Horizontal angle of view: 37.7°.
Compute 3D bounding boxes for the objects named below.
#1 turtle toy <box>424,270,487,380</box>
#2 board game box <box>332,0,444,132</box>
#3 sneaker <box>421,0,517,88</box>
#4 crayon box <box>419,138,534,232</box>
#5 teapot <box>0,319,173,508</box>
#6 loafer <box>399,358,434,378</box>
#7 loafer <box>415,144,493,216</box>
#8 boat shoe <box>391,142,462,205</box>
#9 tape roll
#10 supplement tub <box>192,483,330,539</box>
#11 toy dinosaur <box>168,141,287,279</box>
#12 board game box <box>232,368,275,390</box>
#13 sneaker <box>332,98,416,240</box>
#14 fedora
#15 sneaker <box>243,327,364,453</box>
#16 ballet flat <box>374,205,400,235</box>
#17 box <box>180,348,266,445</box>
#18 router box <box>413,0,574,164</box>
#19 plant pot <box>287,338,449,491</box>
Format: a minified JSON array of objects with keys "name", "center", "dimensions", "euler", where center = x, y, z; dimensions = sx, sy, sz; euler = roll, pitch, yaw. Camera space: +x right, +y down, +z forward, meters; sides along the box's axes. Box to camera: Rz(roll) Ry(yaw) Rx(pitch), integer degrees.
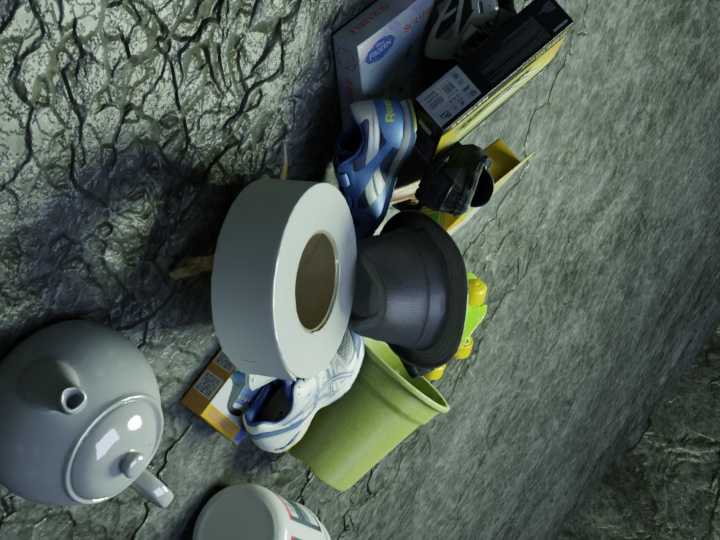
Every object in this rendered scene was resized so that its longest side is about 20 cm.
[{"name":"turtle toy","center":[0.131,0.066,1.635],"dimensions":[0.200,0.101,0.146],"euler":[-31,142,-44]},{"name":"board game box","center":[0.052,-0.246,1.278],"dimensions":[0.200,0.041,0.200],"euler":[-43,148,-30]},{"name":"sneaker","center":[0.133,-0.290,1.235],"dimensions":[0.074,0.088,0.201],"euler":[-26,139,-51]},{"name":"crayon box","center":[0.141,-0.103,1.458],"dimensions":[0.126,0.052,0.200],"euler":[-39,175,-35]},{"name":"teapot","center":[-0.262,0.156,1.028],"dimensions":[0.200,0.146,0.198],"euler":[-12,127,-56]},{"name":"loafer","center":[0.075,0.069,1.463],"dimensions":[0.070,0.201,0.068],"euler":[-25,126,5]},{"name":"loafer","center":[0.126,-0.103,1.260],"dimensions":[0.068,0.070,0.200],"euler":[-64,168,23]},{"name":"boat shoe","center":[0.069,-0.118,1.393],"dimensions":[0.200,0.072,0.068],"euler":[-31,139,-46]},{"name":"tape roll","center":[-0.074,0.008,1.080],"dimensions":[0.202,0.070,0.204],"euler":[7,90,-68]},{"name":"supplement tub","center":[-0.130,0.379,1.457],"dimensions":[0.141,0.140,0.200],"euler":[-56,151,-8]},{"name":"toy dinosaur","center":[-0.120,-0.040,1.171],"dimensions":[0.200,0.058,0.101],"euler":[-48,149,-22]},{"name":"board game box","center":[-0.084,0.013,1.183],"dimensions":[0.200,0.026,0.201],"euler":[-20,114,-65]},{"name":"sneaker","center":[-0.001,-0.117,1.235],"dimensions":[0.082,0.074,0.201],"euler":[4,126,-22]},{"name":"fedora","center":[0.032,0.021,1.189],"dimensions":[0.090,0.200,0.178],"euler":[-2,112,-25]},{"name":"sneaker","center":[-0.068,0.138,1.324],"dimensions":[0.200,0.075,0.088],"euler":[-54,152,-13]},{"name":"ballet flat","center":[0.060,-0.044,1.416],"dimensions":[0.062,0.068,0.200],"euler":[-23,140,18]},{"name":"box","center":[-0.128,0.112,1.320],"dimensions":[0.200,0.041,0.119],"euler":[-52,151,-11]},{"name":"router box","center":[0.148,-0.222,1.247],"dimensions":[0.200,0.052,0.157],"euler":[-40,174,-6]},{"name":"plant pot","center":[-0.011,0.193,1.457],"dimensions":[0.184,0.200,0.200],"euler":[-49,152,4]}]
